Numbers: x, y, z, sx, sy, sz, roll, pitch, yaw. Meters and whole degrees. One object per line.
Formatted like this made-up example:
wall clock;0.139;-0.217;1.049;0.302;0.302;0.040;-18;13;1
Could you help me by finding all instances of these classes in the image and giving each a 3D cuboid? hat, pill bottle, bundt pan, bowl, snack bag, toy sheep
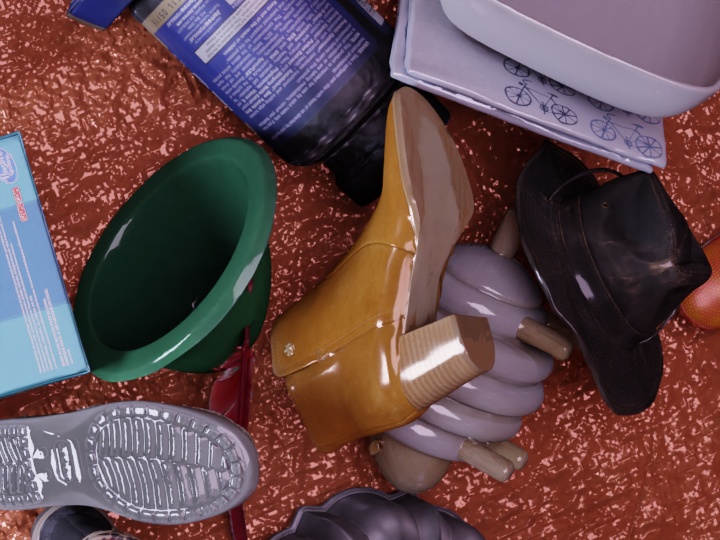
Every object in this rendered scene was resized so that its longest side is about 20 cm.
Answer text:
hat;0.178;-0.008;1.336;0.081;0.201;0.201;-22;93;23
pill bottle;-0.041;-0.139;1.332;0.200;0.112;0.112;44;77;-8
bundt pan;0.021;0.239;1.334;0.202;0.076;0.202;2;84;-20
bowl;0.147;-0.191;1.324;0.200;0.075;0.200;23;53;-6
snack bag;0.114;-0.162;1.362;0.188;0.021;0.200;19;45;-13
hat;-0.071;0.039;1.332;0.200;0.166;0.176;-40;128;19
toy sheep;0.066;0.053;1.336;0.138;0.138;0.200;24;99;-12

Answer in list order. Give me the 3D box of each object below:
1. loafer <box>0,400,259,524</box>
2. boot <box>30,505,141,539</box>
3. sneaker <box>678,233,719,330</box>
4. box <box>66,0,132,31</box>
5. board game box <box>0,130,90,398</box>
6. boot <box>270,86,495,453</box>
loafer;-0.142;0.108;1.253;0.200;0.070;0.075;1;98;28
boot;-0.126;0.229;1.266;0.073;0.151;0.200;-31;96;-15
sneaker;0.310;-0.007;1.437;0.200;0.077;0.073;-16;93;-14
box;-0.132;-0.221;1.266;0.032;0.200;0.121;22;82;-12
board game box;-0.278;0.017;1.239;0.200;0.047;0.151;-16;89;-11
boot;0.001;0.001;1.275;0.071;0.144;0.201;16;56;-50
